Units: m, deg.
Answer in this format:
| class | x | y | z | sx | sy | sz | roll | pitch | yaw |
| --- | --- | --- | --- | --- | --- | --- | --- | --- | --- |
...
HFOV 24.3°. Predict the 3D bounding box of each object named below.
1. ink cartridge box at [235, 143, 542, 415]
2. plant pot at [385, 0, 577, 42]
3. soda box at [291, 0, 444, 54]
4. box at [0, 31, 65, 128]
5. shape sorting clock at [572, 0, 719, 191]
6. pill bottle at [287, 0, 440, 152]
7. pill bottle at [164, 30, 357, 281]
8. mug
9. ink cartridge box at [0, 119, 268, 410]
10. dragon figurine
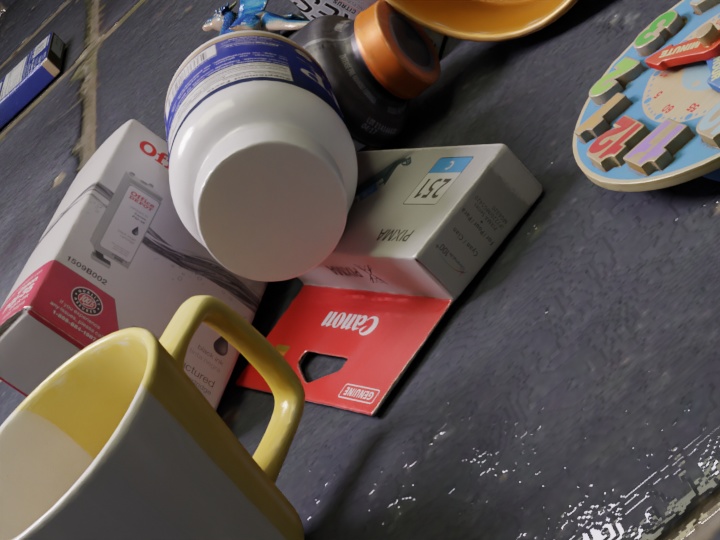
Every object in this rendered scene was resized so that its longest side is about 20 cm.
| class | x | y | z | sx | sy | sz | roll | pitch | yaw |
| --- | --- | --- | --- | --- | --- | --- | --- | --- | --- |
| ink cartridge box | 0.000 | 0.000 | 1.050 | 0.176 | 0.045 | 0.200 | -52 | 23 | -17 |
| plant pot | 0.108 | -0.289 | 1.185 | 0.200 | 0.200 | 0.183 | -26 | 14 | 39 |
| soda box | -0.020 | -0.232 | 1.270 | 0.064 | 0.200 | 0.068 | -28 | 29 | 36 |
| box | -0.488 | -0.237 | 2.303 | 0.200 | 0.032 | 0.121 | -39 | 23 | 12 |
| shape sorting clock | 0.198 | -0.117 | 0.909 | 0.200 | 0.039 | 0.200 | -37 | 24 | 20 |
| pill bottle | -0.037 | -0.116 | 1.230 | 0.200 | 0.106 | 0.106 | -32 | 26 | 28 |
| pill bottle | -0.064 | -0.072 | 1.069 | 0.120 | 0.120 | 0.200 | -41 | 22 | 10 |
| mug | -0.096 | 0.121 | 0.870 | 0.187 | 0.153 | 0.149 | -46 | 22 | -3 |
| ink cartridge box | -0.150 | 0.014 | 1.139 | 0.083 | 0.146 | 0.200 | -40 | 21 | 41 |
| dragon figurine | -0.095 | -0.233 | 1.584 | 0.200 | 0.059 | 0.099 | -22 | 33 | 47 |
